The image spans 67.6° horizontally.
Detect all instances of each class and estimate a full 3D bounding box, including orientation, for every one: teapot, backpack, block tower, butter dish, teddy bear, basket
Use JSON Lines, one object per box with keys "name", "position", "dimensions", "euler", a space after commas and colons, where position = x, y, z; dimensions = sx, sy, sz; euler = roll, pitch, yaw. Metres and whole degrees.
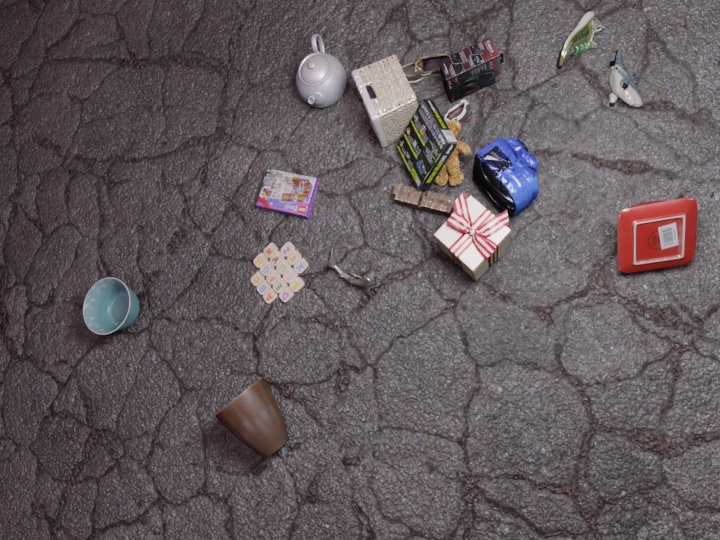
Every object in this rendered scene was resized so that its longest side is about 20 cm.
{"name": "teapot", "position": [-0.147, -0.683, 1.870], "dimensions": [0.197, 0.146, 0.200], "euler": [-44, 70, 3]}
{"name": "backpack", "position": [0.449, -0.281, 1.606], "dimensions": [0.166, 0.163, 0.202], "euler": [-33, 71, 3]}
{"name": "block tower", "position": [0.203, -0.224, 1.721], "dimensions": [0.197, 0.058, 0.055], "euler": [17, 83, 20]}
{"name": "butter dish", "position": [0.801, -0.116, 1.487], "dimensions": [0.196, 0.149, 0.203], "euler": [-9, 118, 14]}
{"name": "teddy bear", "position": [0.270, -0.364, 1.685], "dimensions": [0.144, 0.066, 0.203], "euler": [27, 121, 31]}
{"name": "basket", "position": [0.088, -0.552, 1.748], "dimensions": [0.159, 0.200, 0.201], "euler": [-24, 72, 7]}

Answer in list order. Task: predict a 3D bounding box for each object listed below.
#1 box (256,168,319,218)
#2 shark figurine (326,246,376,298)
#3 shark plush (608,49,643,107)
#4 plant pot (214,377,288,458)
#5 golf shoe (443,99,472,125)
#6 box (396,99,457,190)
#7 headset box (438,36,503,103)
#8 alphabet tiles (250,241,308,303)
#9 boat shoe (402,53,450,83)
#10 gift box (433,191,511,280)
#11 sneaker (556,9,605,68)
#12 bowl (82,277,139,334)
{"name": "box", "position": [-0.253, -0.268, 1.868], "dimensions": [0.197, 0.039, 0.139], "euler": [14, 82, 18]}
{"name": "shark figurine", "position": [-0.010, 0.004, 1.736], "dimensions": [0.212, 0.129, 0.090], "euler": [21, 58, 36]}
{"name": "shark plush", "position": [0.801, -0.580, 1.641], "dimensions": [0.082, 0.091, 0.203], "euler": [1, 57, -4]}
{"name": "plant pot", "position": [-0.318, 0.472, 1.669], "dimensions": [0.186, 0.187, 0.201], "euler": [-38, 85, 5]}
{"name": "golf shoe", "position": [0.275, -0.470, 1.736], "dimensions": [0.077, 0.088, 0.200], "euler": [44, 94, 18]}
{"name": "box", "position": [0.202, -0.390, 1.674], "dimensions": [0.047, 0.194, 0.202], "euler": [-3, 54, -28]}
{"name": "headset box", "position": [0.360, -0.640, 1.715], "dimensions": [0.197, 0.149, 0.078], "euler": [-21, 74, 10]}
{"name": "alphabet tiles", "position": [-0.278, 0.006, 1.830], "dimensions": [0.195, 0.015, 0.201], "euler": [-42, 71, 4]}
{"name": "boat shoe", "position": [0.214, -0.685, 1.812], "dimensions": [0.196, 0.059, 0.073], "euler": [-4, 78, 15]}
{"name": "gift box", "position": [0.337, -0.109, 1.588], "dimensions": [0.184, 0.187, 0.201], "euler": [39, 91, 19]}
{"name": "sneaker", "position": [0.692, -0.712, 1.679], "dimensions": [0.088, 0.077, 0.201], "euler": [36, 92, 11]}
{"name": "bowl", "position": [-0.876, 0.133, 1.926], "dimensions": [0.197, 0.105, 0.205], "euler": [-3, 78, 15]}
